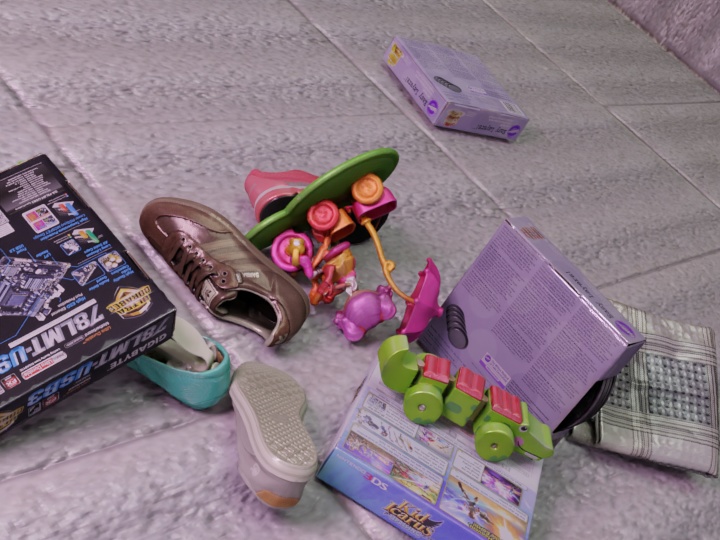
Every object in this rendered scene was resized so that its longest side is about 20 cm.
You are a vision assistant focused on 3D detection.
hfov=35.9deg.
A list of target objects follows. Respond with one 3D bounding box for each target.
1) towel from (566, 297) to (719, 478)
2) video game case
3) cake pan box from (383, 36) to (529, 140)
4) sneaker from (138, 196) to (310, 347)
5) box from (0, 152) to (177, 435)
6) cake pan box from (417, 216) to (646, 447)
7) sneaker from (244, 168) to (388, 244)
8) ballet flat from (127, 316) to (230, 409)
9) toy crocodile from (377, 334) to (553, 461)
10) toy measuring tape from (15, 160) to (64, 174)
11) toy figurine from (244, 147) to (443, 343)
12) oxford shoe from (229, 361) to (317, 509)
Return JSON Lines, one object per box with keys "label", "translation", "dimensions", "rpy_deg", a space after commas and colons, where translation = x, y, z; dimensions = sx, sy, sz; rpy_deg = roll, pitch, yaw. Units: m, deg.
{"label": "towel", "translation": [0.332, 0.129, 1.293], "dimensions": [0.199, 0.035, 0.194], "rpy_deg": [15, 63, -13]}
{"label": "video game case", "translation": [0.073, 0.184, 1.059], "dimensions": [0.199, 0.046, 0.181], "rpy_deg": [33, 29, 0]}
{"label": "cake pan box", "translation": [0.158, -0.296, 1.808], "dimensions": [0.199, 0.052, 0.185], "rpy_deg": [3, 44, -40]}
{"label": "sneaker", "translation": [-0.141, 0.000, 1.099], "dimensions": [0.199, 0.071, 0.076], "rpy_deg": [33, 31, 1]}
{"label": "box", "translation": [-0.284, 0.019, 0.894], "dimensions": [0.199, 0.050, 0.199], "rpy_deg": [-32, 68, -32]}
{"label": "cake pan box", "translation": [0.177, 0.075, 1.174], "dimensions": [0.052, 0.185, 0.200], "rpy_deg": [-9, 49, -49]}
{"label": "sneaker", "translation": [-0.049, -0.089, 1.310], "dimensions": [0.199, 0.074, 0.087], "rpy_deg": [5, 36, -41]}
{"label": "ballet flat", "translation": [-0.199, 0.049, 0.973], "dimensions": [0.199, 0.071, 0.068], "rpy_deg": [29, 33, -6]}
{"label": "toy crocodile", "translation": [0.102, 0.124, 1.066], "dimensions": [0.199, 0.062, 0.068], "rpy_deg": [28, 30, -9]}
{"label": "toy measuring tape", "translation": [-0.306, -0.034, 1.003], "dimensions": [0.073, 0.074, 0.201], "rpy_deg": [25, 38, -12]}
{"label": "toy figurine", "translation": [0.000, 0.000, 1.182], "dimensions": [0.185, 0.199, 0.150], "rpy_deg": [59, -7, 12]}
{"label": "oxford shoe", "translation": [-0.081, 0.139, 0.975], "dimensions": [0.075, 0.058, 0.200], "rpy_deg": [14, 20, -18]}
